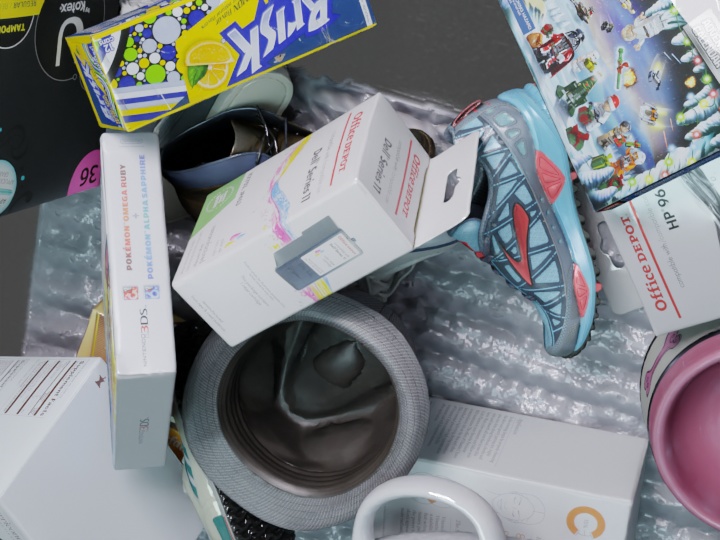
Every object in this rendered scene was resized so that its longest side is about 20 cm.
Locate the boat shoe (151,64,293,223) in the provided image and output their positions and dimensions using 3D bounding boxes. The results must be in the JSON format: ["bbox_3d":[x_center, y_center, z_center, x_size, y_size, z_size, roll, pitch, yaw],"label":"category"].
[{"bbox_3d":[-0.123,-0.108,1.133,0.200,0.073,0.062,-44,52,37],"label":"boat shoe"}]

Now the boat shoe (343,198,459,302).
[{"bbox_3d":[-0.003,0.002,1.123,0.202,0.075,0.086,-10,110,26],"label":"boat shoe"}]

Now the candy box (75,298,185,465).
[{"bbox_3d":[-0.144,0.111,1.233,0.200,0.055,0.116,28,119,5],"label":"candy box"}]

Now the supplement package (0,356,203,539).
[{"bbox_3d":[-0.270,0.186,1.207,0.200,0.147,0.191,-2,132,38],"label":"supplement package"}]

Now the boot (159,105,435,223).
[{"bbox_3d":[-0.051,-0.076,1.071,0.200,0.075,0.097,-16,148,21],"label":"boot"}]

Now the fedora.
[{"bbox_3d":[-0.030,0.088,1.096,0.177,0.090,0.200,35,121,2],"label":"fedora"}]

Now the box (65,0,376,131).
[{"bbox_3d":[-0.094,-0.165,1.011,0.064,0.200,0.070,19,131,62],"label":"box"}]

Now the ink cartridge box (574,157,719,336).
[{"bbox_3d":[0.243,-0.030,1.025,0.200,0.068,0.116,-19,105,26],"label":"ink cartridge box"}]

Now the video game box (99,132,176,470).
[{"bbox_3d":[-0.163,0.027,1.063,0.047,0.183,0.200,-1,155,-10],"label":"video game box"}]

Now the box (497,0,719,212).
[{"bbox_3d":[0.176,-0.157,0.968,0.137,0.040,0.200,-28,82,27],"label":"box"}]

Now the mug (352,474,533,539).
[{"bbox_3d":[0.056,0.238,1.061,0.175,0.148,0.200,3,114,26],"label":"mug"}]

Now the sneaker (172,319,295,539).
[{"bbox_3d":[-0.122,0.140,1.166,0.093,0.070,0.200,-18,93,52],"label":"sneaker"}]

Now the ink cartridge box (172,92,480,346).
[{"bbox_3d":[-0.022,-0.043,0.989,0.200,0.117,0.067,-28,117,26],"label":"ink cartridge box"}]

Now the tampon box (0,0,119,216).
[{"bbox_3d":[-0.262,-0.152,1.016,0.126,0.150,0.200,19,113,24],"label":"tampon box"}]

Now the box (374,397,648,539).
[{"bbox_3d":[0.115,0.188,1.156,0.200,0.097,0.125,10,117,15],"label":"box"}]

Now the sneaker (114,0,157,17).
[{"bbox_3d":[-0.186,-0.152,1.111,0.199,0.080,0.130,11,119,14],"label":"sneaker"}]

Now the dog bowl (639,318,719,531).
[{"bbox_3d":[0.299,0.111,1.070,0.200,0.074,0.200,8,117,15],"label":"dog bowl"}]

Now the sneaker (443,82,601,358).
[{"bbox_3d":[0.109,-0.028,1.054,0.095,0.079,0.200,-16,101,-6],"label":"sneaker"}]
